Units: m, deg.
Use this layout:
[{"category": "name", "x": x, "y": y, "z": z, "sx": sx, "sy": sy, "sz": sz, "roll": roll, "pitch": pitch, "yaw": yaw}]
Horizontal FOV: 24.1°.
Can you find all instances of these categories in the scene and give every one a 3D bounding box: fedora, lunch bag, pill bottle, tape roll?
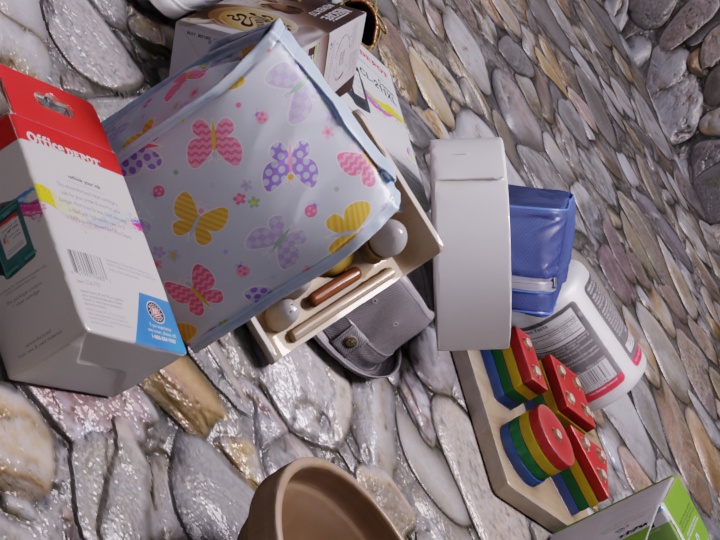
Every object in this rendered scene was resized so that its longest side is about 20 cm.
[{"category": "fedora", "x": 0.000, "y": 0.000, "z": 1.510, "sx": 0.200, "sy": 0.090, "sz": 0.177, "roll": 49, "pitch": 22, "yaw": -26}, {"category": "lunch bag", "x": -0.089, "y": -0.068, "z": 1.234, "sx": 0.170, "sy": 0.199, "sz": 0.127, "roll": 50, "pitch": 22, "yaw": -22}, {"category": "lunch bag", "x": 0.153, "y": -0.015, "z": 1.786, "sx": 0.200, "sy": 0.135, "sz": 0.134, "roll": -38, "pitch": 134, "yaw": -74}, {"category": "pill bottle", "x": 0.239, "y": 0.058, "z": 1.974, "sx": 0.201, "sy": 0.110, "sz": 0.111, "roll": 54, "pitch": 20, "yaw": -15}, {"category": "tape roll", "x": 0.102, "y": -0.026, "z": 1.595, "sx": 0.202, "sy": 0.070, "sz": 0.204, "roll": -1, "pitch": 90, "yaw": -88}]

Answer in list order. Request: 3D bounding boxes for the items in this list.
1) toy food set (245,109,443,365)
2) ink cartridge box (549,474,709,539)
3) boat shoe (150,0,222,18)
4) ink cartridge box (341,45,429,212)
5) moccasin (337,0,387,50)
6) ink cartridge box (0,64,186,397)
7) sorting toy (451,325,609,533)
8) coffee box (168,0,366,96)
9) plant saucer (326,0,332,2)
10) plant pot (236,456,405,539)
[{"category": "toy food set", "x": -0.038, "y": -0.031, "z": 1.392, "sx": 0.199, "sy": 0.060, "sz": 0.144, "roll": -32, "pitch": 91, "yaw": -34}, {"category": "ink cartridge box", "x": 0.242, "y": 0.284, "z": 1.610, "sx": 0.076, "sy": 0.147, "sz": 0.200, "roll": 60, "pitch": 21, "yaw": -1}, {"category": "boat shoe", "x": -0.144, "y": -0.274, "z": 1.562, "sx": 0.072, "sy": 0.068, "sz": 0.200, "roll": 63, "pitch": 20, "yaw": 11}, {"category": "ink cartridge box", "x": -0.021, "y": -0.147, "z": 1.680, "sx": 0.146, "sy": 0.082, "sz": 0.201, "roll": 36, "pitch": 31, "yaw": -46}, {"category": "moccasin", "x": -0.007, "y": -0.278, "z": 1.904, "sx": 0.074, "sy": 0.077, "sz": 0.201, "roll": 58, "pitch": 20, "yaw": -3}, {"category": "ink cartridge box", "x": -0.199, "y": -0.025, "z": 1.102, "sx": 0.116, "sy": 0.067, "sz": 0.201, "roll": 21, "pitch": 43, "yaw": -61}, {"category": "sorting toy", "x": 0.191, "y": 0.166, "z": 1.766, "sx": 0.200, "sy": 0.069, "sz": 0.200, "roll": 38, "pitch": 29, "yaw": -47}, {"category": "coffee box", "x": -0.080, "y": -0.191, "z": 1.507, "sx": 0.112, "sy": 0.080, "sz": 0.200, "roll": 17, "pitch": 22, "yaw": 13}, {"category": "plant saucer", "x": -0.106, "y": -0.325, "z": 1.647, "sx": 0.199, "sy": 0.019, "sz": 0.070, "roll": 32, "pitch": -22, "yaw": 4}, {"category": "plant pot", "x": -0.030, "y": 0.232, "z": 1.109, "sx": 0.201, "sy": 0.092, "sz": 0.201, "roll": 50, "pitch": 21, "yaw": -27}]
